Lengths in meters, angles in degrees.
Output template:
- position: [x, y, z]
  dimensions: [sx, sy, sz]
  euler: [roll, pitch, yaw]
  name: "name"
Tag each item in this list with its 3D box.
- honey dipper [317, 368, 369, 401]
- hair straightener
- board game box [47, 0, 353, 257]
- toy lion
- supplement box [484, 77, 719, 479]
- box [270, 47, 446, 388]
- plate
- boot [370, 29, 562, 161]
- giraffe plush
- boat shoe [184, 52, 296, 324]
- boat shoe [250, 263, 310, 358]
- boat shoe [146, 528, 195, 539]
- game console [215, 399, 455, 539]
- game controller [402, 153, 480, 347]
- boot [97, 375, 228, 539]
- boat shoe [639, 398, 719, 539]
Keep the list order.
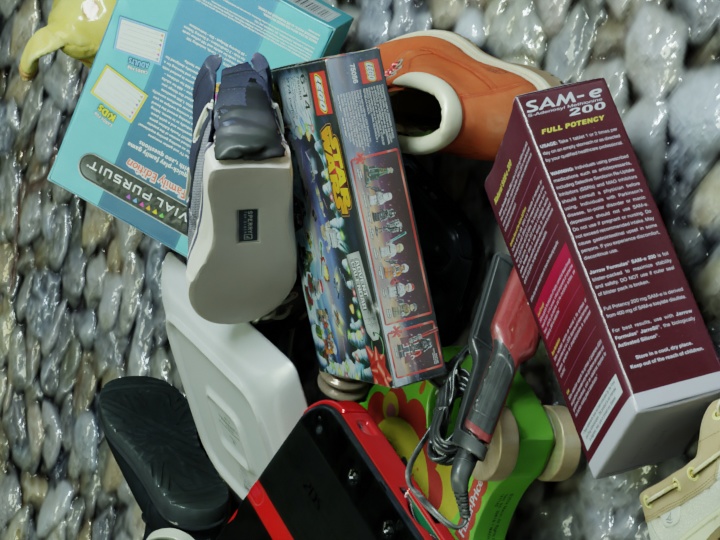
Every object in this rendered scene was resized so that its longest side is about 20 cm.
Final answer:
- position: [0.000, 0.000, 1.369]
  dimensions: [0.038, 0.038, 0.201]
  euler: [48, 142, 41]
  name: "honey dipper"
- position: [0.072, 0.070, 1.239]
  dimensions: [0.077, 0.041, 0.201]
  euler: [-33, 33, 50]
  name: "hair straightener"
- position: [-0.113, -0.119, 1.428]
  dimensions: [0.150, 0.047, 0.201]
  euler: [29, 113, 8]
  name: "board game box"
- position: [0.049, 0.134, 1.349]
  dimensions: [0.192, 0.068, 0.201]
  euler: [52, 132, 49]
  name: "toy lion"
- position: [0.137, 0.004, 1.180]
  dimensions: [0.109, 0.060, 0.201]
  euler: [106, 147, -64]
  name: "supplement box"
- position: [-0.008, -0.032, 1.279]
  dimensions: [0.137, 0.040, 0.202]
  euler: [-177, 74, -69]
  name: "box"
- position: [-0.082, 0.109, 1.470]
  dimensions: [0.199, 0.032, 0.201]
  euler: [37, 149, 50]
  name: "plate"
- position: [0.035, -0.112, 1.309]
  dimensions: [0.199, 0.106, 0.076]
  euler: [20, 109, 54]
  name: "boot"
- position: [-0.138, -0.176, 1.525]
  dimensions: [0.162, 0.200, 0.173]
  euler: [34, 119, 14]
  name: "giraffe plush"
- position: [-0.077, -0.053, 1.317]
  dimensions: [0.201, 0.074, 0.093]
  euler: [106, 160, -55]
  name: "boat shoe"
- position: [-0.053, 0.017, 1.425]
  dimensions: [0.200, 0.072, 0.063]
  euler: [113, 173, -63]
  name: "boat shoe"
- position: [-0.117, 0.292, 1.523]
  dimensions: [0.071, 0.068, 0.201]
  euler: [-23, 101, 28]
  name: "boat shoe"
- position: [-0.018, 0.200, 1.314]
  dimensions: [0.178, 0.031, 0.200]
  euler: [-56, 44, 21]
  name: "game console"
- position: [0.016, -0.036, 1.405]
  dimensions: [0.200, 0.042, 0.105]
  euler: [52, 145, 40]
  name: "game controller"
- position: [-0.166, 0.202, 1.632]
  dimensions: [0.200, 0.076, 0.169]
  euler: [51, 137, 49]
  name: "boot"
- position: [0.210, 0.098, 1.101]
  dimensions: [0.200, 0.074, 0.067]
  euler: [-52, 57, 42]
  name: "boat shoe"
